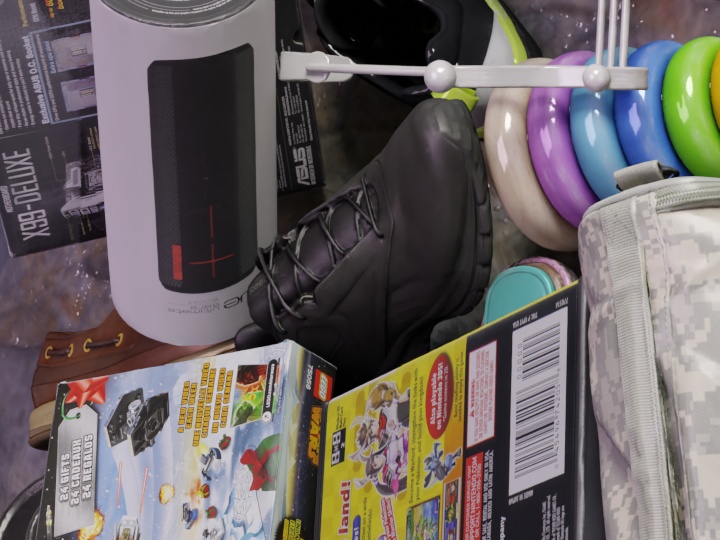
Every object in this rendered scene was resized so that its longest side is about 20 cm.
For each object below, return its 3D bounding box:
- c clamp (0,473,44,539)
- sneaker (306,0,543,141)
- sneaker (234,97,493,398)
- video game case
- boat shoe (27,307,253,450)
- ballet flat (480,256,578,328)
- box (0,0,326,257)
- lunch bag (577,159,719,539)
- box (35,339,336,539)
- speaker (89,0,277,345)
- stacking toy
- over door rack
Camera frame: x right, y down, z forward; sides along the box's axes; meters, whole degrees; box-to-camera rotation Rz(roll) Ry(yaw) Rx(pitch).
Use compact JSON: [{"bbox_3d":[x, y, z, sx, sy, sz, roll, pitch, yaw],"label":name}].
[{"bbox_3d":[-0.095,0.150,1.433,0.171,0.027,0.200,-39,49,3],"label":"c clamp"},{"bbox_3d":[0.009,-0.131,1.361,0.200,0.083,0.072,45,114,41],"label":"sneaker"},{"bbox_3d":[0.000,0.000,1.296,0.200,0.091,0.076,113,154,-46],"label":"sneaker"},{"bbox_3d":[0.040,0.122,1.187,0.181,0.025,0.200,-28,51,48],"label":"video game case"},{"bbox_3d":[-0.098,0.037,1.449,0.200,0.072,0.068,-21,69,45],"label":"boat shoe"},{"bbox_3d":[0.077,0.095,1.252,0.069,0.071,0.200,-6,69,42],"label":"ballet flat"},{"bbox_3d":[-0.105,-0.104,1.354,0.200,0.158,0.050,81,174,-47],"label":"box"},{"bbox_3d":[0.156,0.067,1.106,0.139,0.168,0.200,-18,70,43],"label":"lunch bag"},{"bbox_3d":[-0.083,0.138,1.293,0.137,0.040,0.200,-10,62,33],"label":"box"},{"bbox_3d":[-0.077,-0.060,1.313,0.081,0.081,0.200,54,155,38],"label":"speaker"},{"bbox_3d":[0.150,-0.069,1.210,0.200,0.085,0.085,-16,71,38],"label":"stacking toy"},{"bbox_3d":[0.034,-0.147,1.225,0.200,0.067,0.148,6,93,45],"label":"over door rack"}]
